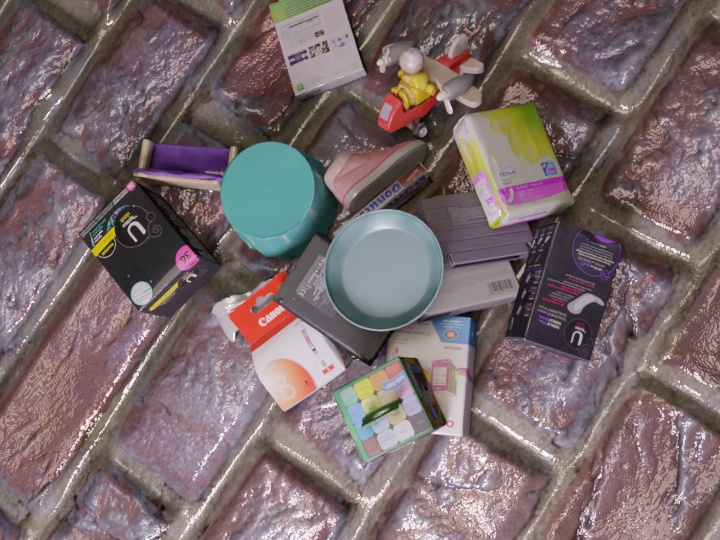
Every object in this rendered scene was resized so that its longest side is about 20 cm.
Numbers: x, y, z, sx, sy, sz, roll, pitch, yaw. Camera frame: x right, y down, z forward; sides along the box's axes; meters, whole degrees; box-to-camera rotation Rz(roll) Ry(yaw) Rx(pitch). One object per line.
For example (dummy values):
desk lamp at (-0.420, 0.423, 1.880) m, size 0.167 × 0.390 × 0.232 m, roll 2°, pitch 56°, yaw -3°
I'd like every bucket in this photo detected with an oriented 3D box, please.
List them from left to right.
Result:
bucket at (-0.150, -0.130, 1.594) m, size 0.205 × 0.135 × 0.209 m, roll -2°, pitch 79°, yaw 12°

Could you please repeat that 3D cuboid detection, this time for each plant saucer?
plant saucer at (0.039, 0.001, 1.423) m, size 0.198 × 0.036 × 0.202 m, roll -3°, pitch 76°, yaw 13°

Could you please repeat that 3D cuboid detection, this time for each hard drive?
hard drive at (-0.027, 0.047, 1.474) m, size 0.199 × 0.033 × 0.140 m, roll 34°, pitch 87°, yaw 3°

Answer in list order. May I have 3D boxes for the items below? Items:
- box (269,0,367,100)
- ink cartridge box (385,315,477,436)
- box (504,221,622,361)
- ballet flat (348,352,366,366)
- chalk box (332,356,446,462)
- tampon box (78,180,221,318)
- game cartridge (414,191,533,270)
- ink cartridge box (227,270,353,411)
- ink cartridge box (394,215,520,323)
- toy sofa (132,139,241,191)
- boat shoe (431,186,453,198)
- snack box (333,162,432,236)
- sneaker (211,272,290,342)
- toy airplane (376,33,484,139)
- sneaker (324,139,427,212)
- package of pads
box at (-0.082, -0.443, 1.684) m, size 0.143 × 0.036 × 0.202 m, roll -18°, pitch 78°, yaw 10°
ink cartridge box at (0.118, 0.179, 1.504) m, size 0.143 × 0.085 × 0.202 m, roll 3°, pitch 83°, yaw 14°
box at (0.333, 0.035, 1.449) m, size 0.121 × 0.106 × 0.202 m, roll 19°, pitch 84°, yaw -7°
ballet flat at (-0.064, 0.114, 1.568) m, size 0.198 × 0.074 × 0.075 m, roll 15°, pitch 84°, yaw 16°
chalk box at (0.044, 0.215, 1.369) m, size 0.124 × 0.200 × 0.125 m, roll -28°, pitch 77°, yaw 8°
tampon box at (-0.391, -0.036, 1.640) m, size 0.150 × 0.126 × 0.200 m, roll -44°, pitch 74°, yaw 4°
game cartridge at (0.197, -0.072, 1.495) m, size 0.198 × 0.038 × 0.131 m, roll -8°, pitch 65°, yaw -26°
ink cartridge box at (-0.131, 0.125, 1.534) m, size 0.162 × 0.050 × 0.200 m, roll -36°, pitch 95°, yaw 28°
ink cartridge box at (0.157, -0.015, 1.493) m, size 0.198 × 0.044 × 0.175 m, roll -10°, pitch 69°, yaw -27°
toy sofa at (-0.326, -0.200, 1.668) m, size 0.198 × 0.098 × 0.084 m, roll 6°, pitch 82°, yaw 15°
boat shoe at (0.145, -0.046, 1.550) m, size 0.067 × 0.072 × 0.202 m, roll 9°, pitch 81°, yaw -16°
snack box at (0.041, -0.114, 1.578) m, size 0.200 × 0.072 × 0.024 m, roll -39°, pitch 73°, yaw 5°
sneaker at (-0.173, 0.063, 1.609) m, size 0.199 × 0.074 × 0.088 m, roll -26°, pitch 84°, yaw 16°
toy airplane at (0.121, -0.351, 1.562) m, size 0.198 × 0.141 × 0.201 m, roll -10°, pitch 58°, yaw 25°
sneaker at (0.021, -0.194, 1.576) m, size 0.200 × 0.076 × 0.105 m, roll -36°, pitch 60°, yaw -20°
package of pads at (0.258, -0.181, 1.507) m, size 0.153 × 0.068 × 0.202 m, roll -13°, pitch 74°, yaw -24°
